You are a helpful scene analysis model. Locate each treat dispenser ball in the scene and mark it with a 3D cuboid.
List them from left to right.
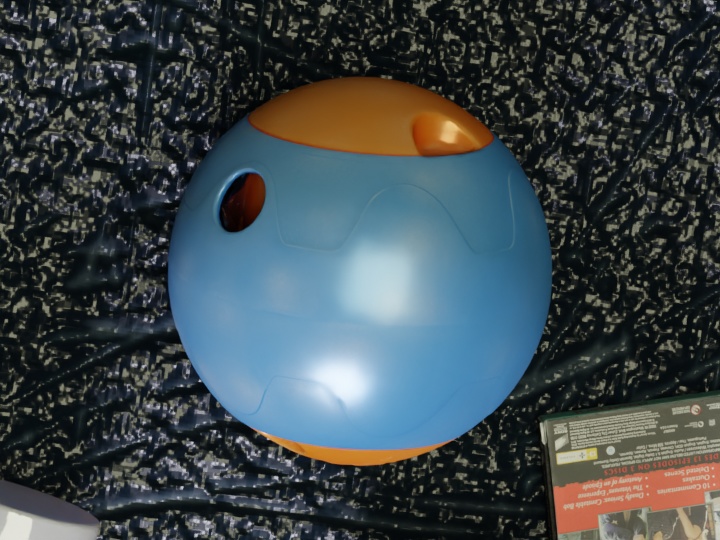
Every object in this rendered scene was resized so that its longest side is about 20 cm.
[{"bbox_3d":[0.000,0.000,1.449,0.200,0.201,0.202,-1,96,-12],"label":"treat dispenser ball"}]

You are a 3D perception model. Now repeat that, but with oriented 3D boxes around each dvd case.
[{"bbox_3d":[0.180,0.172,1.599,0.145,0.022,0.201,-8,97,-11],"label":"dvd case"}]

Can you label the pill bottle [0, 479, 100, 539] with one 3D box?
[{"bbox_3d":[-0.209,0.215,1.470,0.119,0.120,0.201,18,92,-13],"label":"pill bottle"}]
